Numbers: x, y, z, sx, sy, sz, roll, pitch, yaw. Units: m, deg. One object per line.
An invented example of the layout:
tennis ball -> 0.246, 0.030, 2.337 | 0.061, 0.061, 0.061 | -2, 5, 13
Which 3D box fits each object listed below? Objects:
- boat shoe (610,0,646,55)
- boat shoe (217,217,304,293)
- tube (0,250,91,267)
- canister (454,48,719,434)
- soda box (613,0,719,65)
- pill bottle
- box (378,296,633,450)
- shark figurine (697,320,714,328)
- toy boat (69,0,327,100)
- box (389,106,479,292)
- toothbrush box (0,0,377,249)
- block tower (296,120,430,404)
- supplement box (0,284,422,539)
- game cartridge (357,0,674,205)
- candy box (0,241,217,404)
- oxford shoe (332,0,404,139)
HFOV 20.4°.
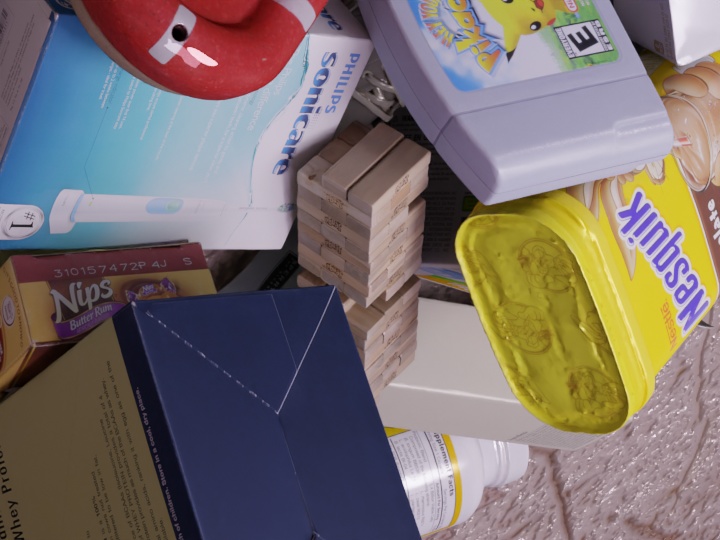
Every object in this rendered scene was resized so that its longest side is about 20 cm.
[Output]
boat shoe -> 0.141, -0.156, 1.223 | 0.202, 0.065, 0.075 | -23, 121, -26
boat shoe -> -0.054, 0.030, 1.247 | 0.199, 0.074, 0.068 | -53, 147, -5
tube -> -0.199, -0.003, 1.123 | 0.058, 0.052, 0.200 | -12, 166, 39
canister -> 0.155, -0.025, 1.151 | 0.200, 0.087, 0.149 | -44, 122, -38
soda box -> 0.174, -0.221, 1.126 | 0.064, 0.068, 0.200 | -24, 123, -16
pill bottle -> 0.013, 0.139, 1.381 | 0.200, 0.104, 0.104 | -16, 137, -25
box -> 0.076, 0.068, 1.328 | 0.200, 0.068, 0.082 | 11, 154, -26
shark figurine -> 0.244, 0.000, 1.432 | 0.214, 0.090, 0.128 | -13, 137, -24
toy boat -> -0.047, -0.175, 0.939 | 0.130, 0.131, 0.200 | 39, 73, -23
box -> 0.116, -0.032, 1.252 | 0.200, 0.112, 0.101 | 16, 80, -45
toothbrush box -> -0.113, -0.091, 1.066 | 0.200, 0.085, 0.147 | -1, 129, -37
block tower -> 0.000, 0.000, 1.155 | 0.058, 0.054, 0.200 | -43, 154, -31
supplement box -> -0.089, 0.139, 1.043 | 0.134, 0.200, 0.200 | -4, 158, -41
game cartridge -> 0.071, -0.134, 1.075 | 0.133, 0.200, 0.040 | -16, 158, -23
candy box -> -0.174, 0.051, 1.123 | 0.117, 0.057, 0.200 | -5, 157, -34
oxford shoe -> 0.010, -0.119, 1.156 | 0.200, 0.058, 0.075 | -46, 143, 15
